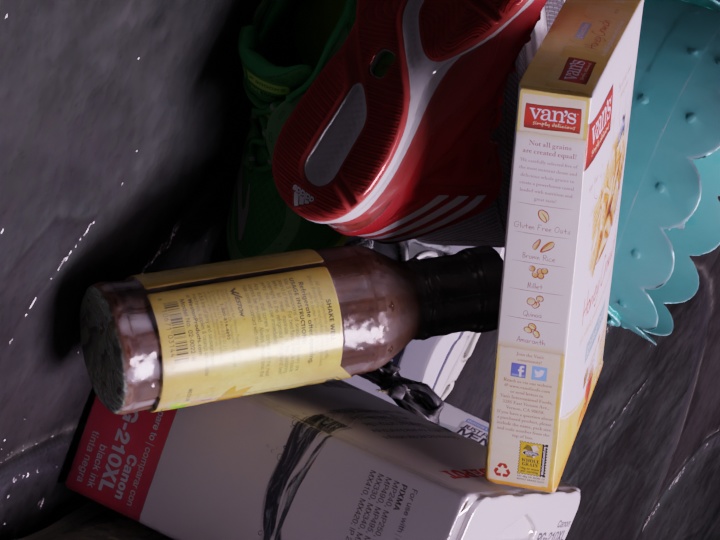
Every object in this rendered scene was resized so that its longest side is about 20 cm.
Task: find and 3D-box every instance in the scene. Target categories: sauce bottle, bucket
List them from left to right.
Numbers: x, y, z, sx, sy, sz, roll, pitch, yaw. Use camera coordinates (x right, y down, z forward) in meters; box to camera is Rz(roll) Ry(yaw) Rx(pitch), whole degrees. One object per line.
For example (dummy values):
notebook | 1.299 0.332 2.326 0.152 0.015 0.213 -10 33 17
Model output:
sauce bottle | -0.027 0.023 1.367 0.200 0.065 0.065 -8 131 -20
bucket | 0.155 -0.074 1.752 0.207 0.135 0.207 23 90 -78

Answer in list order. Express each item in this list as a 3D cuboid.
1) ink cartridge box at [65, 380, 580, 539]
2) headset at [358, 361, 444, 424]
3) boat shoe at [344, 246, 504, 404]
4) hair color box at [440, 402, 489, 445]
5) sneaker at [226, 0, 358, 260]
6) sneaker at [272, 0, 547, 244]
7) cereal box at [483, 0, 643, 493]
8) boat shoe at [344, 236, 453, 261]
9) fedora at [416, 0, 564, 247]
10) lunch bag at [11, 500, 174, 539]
ink cartridge box | -0.016 0.105 1.428 0.145 0.200 0.084 5 106 -65
headset | -0.034 0.123 1.582 0.200 0.094 0.123 -61 164 23
boat shoe | 0.041 0.022 1.694 0.066 0.072 0.200 -37 148 -61
hair color box | 0.027 0.175 1.782 0.200 0.109 0.065 -52 157 -32
sneaker | -0.032 -0.084 1.400 0.084 0.074 0.200 -2 115 -47
sneaker | 0.045 -0.099 1.374 0.200 0.078 0.116 -50 154 6
cereal box | 0.095 -0.018 1.374 0.144 0.040 0.200 -60 157 -61
boat shoe | -0.001 0.002 1.536 0.074 0.068 0.199 -60 168 10
fedora | 0.054 -0.091 1.511 0.177 0.090 0.200 30 57 -76
lunch bag | -0.085 0.187 1.417 0.200 0.164 0.118 -22 132 -64
